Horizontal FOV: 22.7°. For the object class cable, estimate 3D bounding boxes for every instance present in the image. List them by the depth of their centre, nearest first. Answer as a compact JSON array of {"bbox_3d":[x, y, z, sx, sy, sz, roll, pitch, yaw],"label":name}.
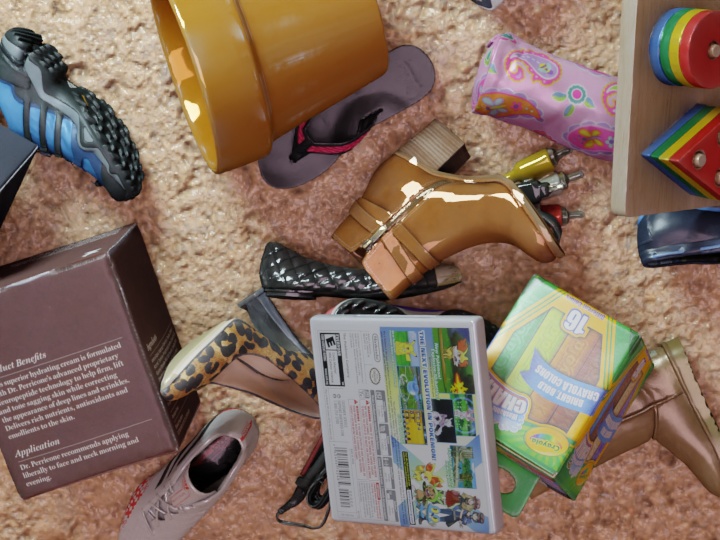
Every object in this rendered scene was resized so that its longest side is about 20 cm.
[{"bbox_3d":[0.120,-0.059,1.744,0.198,0.050,0.098,-9,99,15],"label":"cable"}]

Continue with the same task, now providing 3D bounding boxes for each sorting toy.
[{"bbox_3d":[0.326,-0.153,1.637,0.198,0.069,0.202,-8,105,-37],"label":"sorting toy"}]

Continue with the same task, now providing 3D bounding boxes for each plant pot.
[{"bbox_3d":[-0.080,-0.212,1.649,0.182,0.200,0.202,-19,101,-10],"label":"plant pot"}]

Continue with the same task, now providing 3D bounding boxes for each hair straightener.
[{"bbox_3d":[-0.030,0.185,1.756,0.041,0.077,0.201,18,120,-29],"label":"hair straightener"}]

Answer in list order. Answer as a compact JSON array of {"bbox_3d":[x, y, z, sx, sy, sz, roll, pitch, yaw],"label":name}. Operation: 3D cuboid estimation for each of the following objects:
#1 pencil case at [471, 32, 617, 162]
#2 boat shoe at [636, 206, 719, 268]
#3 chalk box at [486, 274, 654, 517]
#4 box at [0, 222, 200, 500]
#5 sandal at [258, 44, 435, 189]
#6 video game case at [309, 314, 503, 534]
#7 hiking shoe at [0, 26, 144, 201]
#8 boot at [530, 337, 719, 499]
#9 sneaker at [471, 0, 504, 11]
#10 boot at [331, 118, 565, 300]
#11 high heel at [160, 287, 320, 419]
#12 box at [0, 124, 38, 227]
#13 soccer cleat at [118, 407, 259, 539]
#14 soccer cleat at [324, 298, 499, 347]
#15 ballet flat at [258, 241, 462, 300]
[{"bbox_3d":[0.205,-0.158,1.692,0.198,0.087,0.088,19,102,-2],"label":"pencil case"},{"bbox_3d":[0.364,-0.016,1.717,0.198,0.084,0.069,4,70,14],"label":"boat shoe"},{"bbox_3d":[0.170,0.130,1.687,0.124,0.124,0.201,29,82,22],"label":"chalk box"},{"bbox_3d":[-0.268,0.084,1.719,0.165,0.164,0.202,-17,100,7],"label":"box"},{"bbox_3d":[-0.018,-0.150,1.721,0.199,0.045,0.075,-34,99,8],"label":"sandal"},{"bbox_3d":[0.042,0.141,1.665,0.181,0.022,0.202,0,101,33],"label":"video game case"},{"bbox_3d":[-0.290,-0.138,1.730,0.087,0.074,0.200,-40,89,20],"label":"hiking shoe"},{"bbox_3d":[0.253,0.177,1.771,0.199,0.066,0.176,-24,88,6],"label":"boot"},{"bbox_3d":[0.133,-0.355,1.655,0.129,0.080,0.199,37,111,-14],"label":"sneaker"},{"bbox_3d":[0.079,-0.032,1.672,0.200,0.077,0.155,42,87,21],"label":"boot"},{"bbox_3d":[-0.103,0.114,1.708,0.071,0.200,0.143,-29,97,37],"label":"high heel"},{"bbox_3d":[-0.441,-0.069,1.695,0.199,0.123,0.199,30,120,-4],"label":"box"},{"bbox_3d":[-0.175,0.219,1.783,0.069,0.085,0.200,42,100,-6],"label":"soccer cleat"},{"bbox_3d":[0.056,0.069,1.761,0.198,0.073,0.069,12,81,-17],"label":"soccer cleat"},{"bbox_3d":[0.000,0.000,1.743,0.198,0.066,0.057,1,85,0],"label":"ballet flat"}]
